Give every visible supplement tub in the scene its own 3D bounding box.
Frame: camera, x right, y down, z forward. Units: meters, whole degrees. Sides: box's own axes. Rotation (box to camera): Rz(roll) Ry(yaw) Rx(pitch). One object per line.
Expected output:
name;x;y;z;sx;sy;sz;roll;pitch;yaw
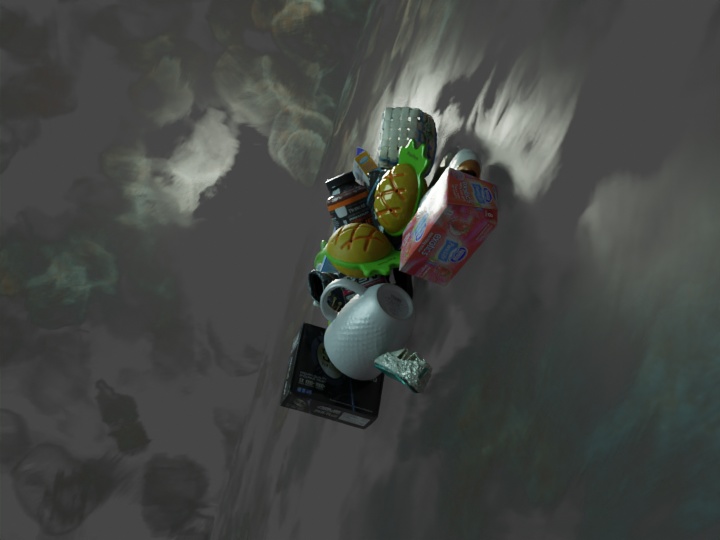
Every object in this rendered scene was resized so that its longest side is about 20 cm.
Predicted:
supplement tub;-0.016;-0.129;1.815;0.107;0.106;0.202;-170;57;-77

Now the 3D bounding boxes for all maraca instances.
maraca;0.091;-0.169;1.583;0.137;0.106;0.202;37;114;51
maraca;0.011;-0.035;1.581;0.199;0.136;0.108;27;134;45

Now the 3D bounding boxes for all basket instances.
basket;0.110;-0.284;1.784;0.200;0.137;0.179;35;-120;-79

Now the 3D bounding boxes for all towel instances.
towel;0.155;-0.131;1.591;0.133;0.034;0.201;-92;24;-53

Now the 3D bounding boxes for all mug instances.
mug;0.008;0.098;1.541;0.176;0.199;0.148;-51;3;41

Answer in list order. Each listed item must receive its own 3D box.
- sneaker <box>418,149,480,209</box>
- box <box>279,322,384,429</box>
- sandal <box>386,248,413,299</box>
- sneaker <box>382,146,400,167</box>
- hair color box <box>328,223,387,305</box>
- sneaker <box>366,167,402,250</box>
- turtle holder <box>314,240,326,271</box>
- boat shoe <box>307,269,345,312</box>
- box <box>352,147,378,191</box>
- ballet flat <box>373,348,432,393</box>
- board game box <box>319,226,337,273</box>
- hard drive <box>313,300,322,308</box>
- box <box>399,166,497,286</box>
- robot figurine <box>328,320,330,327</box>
sneaker;0.161;-0.126;1.430;0.085;0.072;0.201;-88;21;-59
box;-0.055;0.225;1.624;0.086;0.198;0.166;125;160;-56
sandal;0.082;0.010;1.680;0.201;0.045;0.076;-92;22;-57
sneaker;0.076;-0.228;1.972;0.085;0.072;0.202;130;154;-53
hair color box;0.000;0.000;1.686;0.061;0.098;0.202;67;-175;-49
sneaker;0.055;-0.131;1.709;0.081;0.073;0.203;16;109;48
turtle holder;-0.063;0.014;2.102;0.186;0.139;0.133;-49;42;40
boat shoe;-0.052;0.085;1.701;0.071;0.090;0.201;-48;54;24
box;0.040;-0.194;1.796;0.041;0.201;0.119;-36;-7;-8
ballet flat;0.085;0.180;1.417;0.200;0.071;0.073;-167;95;-72
board game box;-0.017;-0.018;1.906;0.037;0.149;0.202;-126;55;-77
hard drive;-0.026;0.013;1.947;0.027;0.130;0.202;-125;54;-75
box;0.154;-0.073;1.359;0.200;0.101;0.096;125;159;-50
robot figurine;-0.007;0.087;1.802;0.175;0.114;0.202;-147;75;-70
